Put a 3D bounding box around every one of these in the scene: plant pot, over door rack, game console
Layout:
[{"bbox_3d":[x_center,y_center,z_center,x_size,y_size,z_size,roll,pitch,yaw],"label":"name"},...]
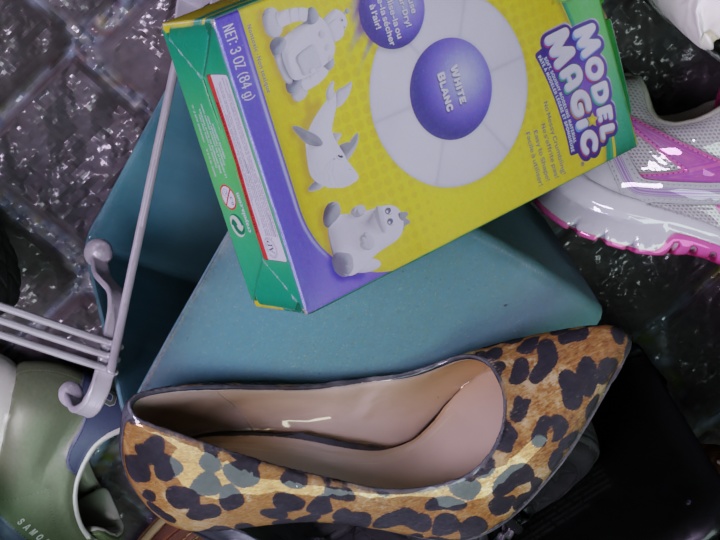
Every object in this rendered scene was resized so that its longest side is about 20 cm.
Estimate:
[{"bbox_3d":[0.000,0.000,0.803,0.198,0.142,0.142,21,114,-27],"label":"plant pot"},{"bbox_3d":[-0.150,-0.055,0.740,0.147,0.066,0.202,22,80,-32],"label":"over door rack"},{"bbox_3d":[0.085,0.137,0.870,0.199,0.177,0.117,-34,132,8],"label":"game console"}]

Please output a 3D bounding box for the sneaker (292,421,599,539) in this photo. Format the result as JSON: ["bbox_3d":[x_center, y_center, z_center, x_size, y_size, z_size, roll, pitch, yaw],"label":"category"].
[{"bbox_3d":[0.026,0.144,0.780,0.198,0.105,0.060,-26,139,16],"label":"sneaker"}]

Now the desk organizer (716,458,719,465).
[{"bbox_3d":[0.254,0.054,0.886,0.199,0.071,0.078,-2,96,-56],"label":"desk organizer"}]

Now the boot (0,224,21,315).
[{"bbox_3d":[-0.262,-0.014,0.782,0.199,0.068,0.131,35,116,-25],"label":"boot"}]

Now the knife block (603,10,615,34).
[{"bbox_3d":[0.031,-0.191,0.737,0.198,0.064,0.177,7,119,-18],"label":"knife block"}]

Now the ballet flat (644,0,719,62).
[{"bbox_3d":[0.184,-0.115,0.790,0.199,0.069,0.068,34,117,-12],"label":"ballet flat"}]

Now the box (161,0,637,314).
[{"bbox_3d":[0.031,-0.075,0.688,0.199,0.048,0.119,-28,109,-30],"label":"box"}]

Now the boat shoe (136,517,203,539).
[{"bbox_3d":[-0.106,0.206,0.939,0.071,0.068,0.201,22,113,-24],"label":"boat shoe"}]

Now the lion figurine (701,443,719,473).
[{"bbox_3d":[0.217,0.119,0.873,0.121,0.073,0.199,9,164,-37],"label":"lion figurine"}]

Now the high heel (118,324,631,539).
[{"bbox_3d":[0.005,0.055,0.714,0.199,0.072,0.143,-34,133,12],"label":"high heel"}]

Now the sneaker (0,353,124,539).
[{"bbox_3d":[-0.164,0.136,0.882,0.089,0.067,0.202,10,114,-13],"label":"sneaker"}]

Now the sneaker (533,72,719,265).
[{"bbox_3d":[0.188,-0.041,0.836,0.198,0.081,0.089,15,97,-3],"label":"sneaker"}]
